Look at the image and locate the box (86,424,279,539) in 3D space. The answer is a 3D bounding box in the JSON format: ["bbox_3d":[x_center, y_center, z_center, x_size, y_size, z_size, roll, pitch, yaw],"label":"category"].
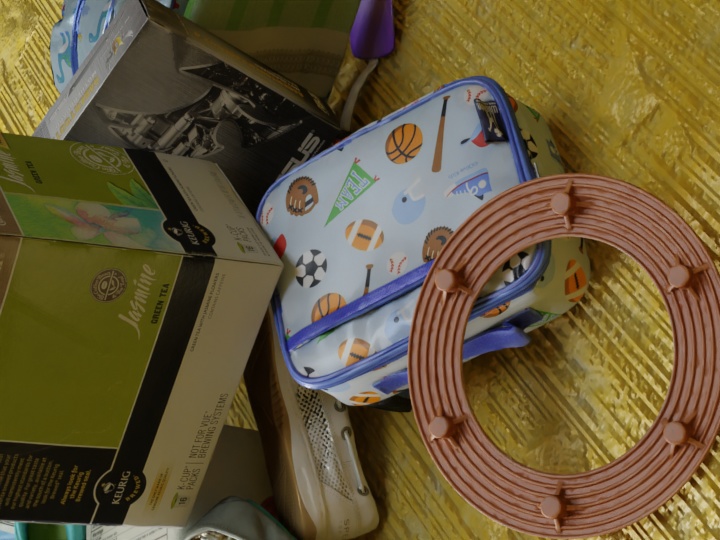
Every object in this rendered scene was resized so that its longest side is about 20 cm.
[{"bbox_3d":[-0.108,0.214,1.544,0.128,0.108,0.202,-31,53,48],"label":"box"}]

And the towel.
[{"bbox_3d":[-0.075,-0.109,1.557,0.031,0.149,0.201,41,124,35],"label":"towel"}]

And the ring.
[{"bbox_3d":[0.110,0.046,1.278,0.199,0.019,0.202,-4,82,30],"label":"ring"}]

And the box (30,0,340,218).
[{"bbox_3d":[-0.133,-0.059,1.502,0.200,0.158,0.048,-52,32,15],"label":"box"}]

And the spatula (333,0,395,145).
[{"bbox_3d":[-0.004,-0.109,1.587,0.056,0.020,0.202,1,80,57],"label":"spatula"}]

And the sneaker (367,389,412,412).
[{"bbox_3d":[0.000,0.000,1.485,0.089,0.078,0.201,-45,49,35],"label":"sneaker"}]

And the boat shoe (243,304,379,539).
[{"bbox_3d":[-0.031,0.081,1.511,0.071,0.069,0.201,125,136,-62],"label":"boat shoe"}]

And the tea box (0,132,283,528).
[{"bbox_3d":[-0.183,0.037,1.422,0.134,0.195,0.201,54,129,49],"label":"tea box"}]

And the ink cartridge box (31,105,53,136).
[{"bbox_3d":[-0.259,0.004,1.635,0.198,0.043,0.201,-37,29,65],"label":"ink cartridge box"}]

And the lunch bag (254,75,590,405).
[{"bbox_3d":[0.038,-0.014,1.386,0.199,0.075,0.161,-27,58,24],"label":"lunch bag"}]

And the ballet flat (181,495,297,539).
[{"bbox_3d":[-0.033,0.205,1.421,0.199,0.064,0.068,29,135,36],"label":"ballet flat"}]

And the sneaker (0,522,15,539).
[{"bbox_3d":[-0.214,0.188,1.670,0.072,0.198,0.073,-59,-32,-58],"label":"sneaker"}]

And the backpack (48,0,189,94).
[{"bbox_3d":[-0.118,-0.153,1.614,0.153,0.199,0.164,25,99,56],"label":"backpack"}]

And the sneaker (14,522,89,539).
[{"bbox_3d":[-0.207,0.221,1.597,0.077,0.080,0.202,-15,82,15],"label":"sneaker"}]
